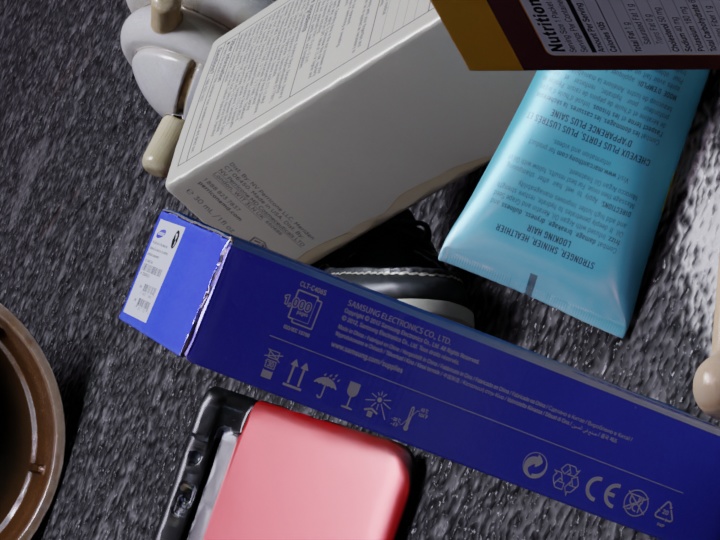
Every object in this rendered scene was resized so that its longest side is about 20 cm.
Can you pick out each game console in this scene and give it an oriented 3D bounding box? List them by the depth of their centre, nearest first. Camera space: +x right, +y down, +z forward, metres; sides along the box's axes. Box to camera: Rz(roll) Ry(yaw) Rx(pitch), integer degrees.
[{"bbox_3d":[-0.043,0.166,1.344,0.172,0.118,0.201,41,-112,-76],"label":"game console"}]

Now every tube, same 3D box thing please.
[{"bbox_3d":[0.103,-0.081,1.129,0.201,0.077,0.050,-67,-18,-2],"label":"tube"}]

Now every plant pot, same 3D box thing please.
[{"bbox_3d":[-0.295,0.103,1.875,0.198,0.200,0.201,171,118,-77],"label":"plant pot"}]

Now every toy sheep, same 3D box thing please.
[{"bbox_3d":[-0.062,-0.137,1.545,0.200,0.138,0.138,-57,15,-16],"label":"toy sheep"}]

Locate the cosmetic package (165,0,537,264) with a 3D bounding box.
[{"bbox_3d":[0.020,-0.087,1.239,0.200,0.073,0.104,-28,32,35],"label":"cosmetic package"}]

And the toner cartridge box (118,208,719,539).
[{"bbox_3d":[0.026,0.037,0.998,0.043,0.199,0.095,-68,19,1],"label":"toner cartridge box"}]

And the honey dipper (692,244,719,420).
[{"bbox_3d":[0.134,-0.042,1.040,0.038,0.038,0.201,-40,37,56],"label":"honey dipper"}]

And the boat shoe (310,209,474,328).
[{"bbox_3d":[0.002,0.000,1.305,0.199,0.074,0.066,158,119,-78],"label":"boat shoe"}]

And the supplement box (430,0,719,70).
[{"bbox_3d":[0.120,-0.178,0.909,0.133,0.199,0.198,54,-138,-56],"label":"supplement box"}]
